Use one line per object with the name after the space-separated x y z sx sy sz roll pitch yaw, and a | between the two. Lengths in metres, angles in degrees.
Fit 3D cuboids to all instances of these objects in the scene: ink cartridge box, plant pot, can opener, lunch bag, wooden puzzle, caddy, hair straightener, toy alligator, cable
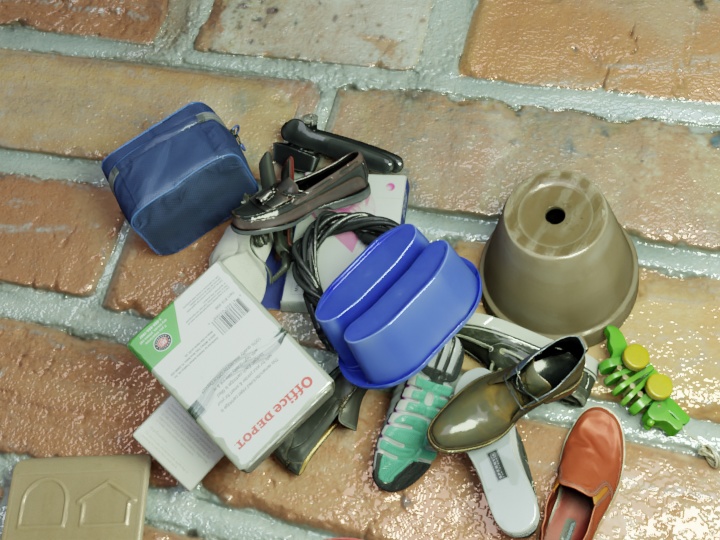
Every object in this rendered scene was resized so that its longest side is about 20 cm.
-0.146 0.114 1.129 0.147 0.083 0.200 -42 78 -9 | ink cartridge box
-0.043 -0.039 1.309 0.199 0.043 0.197 2 65 12 | ink cartridge box
0.233 -0.025 1.165 0.199 0.174 0.201 -6 62 11 | plant pot
-0.030 -0.169 1.365 0.199 0.079 0.063 15 23 23 | can opener
-0.245 -0.137 1.349 0.199 0.136 0.133 -33 62 -6 | lunch bag
-0.348 0.325 1.195 0.184 0.046 0.201 -4 58 10 | wooden puzzle
0.047 0.045 1.122 0.200 0.105 0.141 -45 38 -10 | caddy
-0.127 -0.074 1.303 0.077 0.041 0.201 13 59 -25 | hair straightener
0.328 0.152 1.113 0.054 0.059 0.200 -29 69 -15 | toy alligator
0.000 0.000 1.229 0.162 0.051 0.201 -22 63 3 | cable

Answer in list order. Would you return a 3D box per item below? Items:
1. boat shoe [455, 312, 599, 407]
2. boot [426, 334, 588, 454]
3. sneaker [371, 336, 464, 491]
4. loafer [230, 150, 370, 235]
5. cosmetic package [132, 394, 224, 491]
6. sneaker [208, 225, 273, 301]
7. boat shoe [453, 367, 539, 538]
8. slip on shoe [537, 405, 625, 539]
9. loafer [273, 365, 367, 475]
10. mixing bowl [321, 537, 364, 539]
0.181 0.106 1.167 0.199 0.071 0.064 18 66 19 | boat shoe
0.162 0.129 1.066 0.199 0.097 0.075 -27 67 -14 | boot
0.063 0.166 1.180 0.074 0.087 0.201 25 87 -18 | sneaker
-0.078 -0.103 1.254 0.199 0.063 0.072 -20 34 -25 | loafer
-0.175 0.163 1.202 0.102 0.074 0.200 44 77 1 | cosmetic package
-0.172 0.003 1.286 0.088 0.075 0.200 -24 31 30 | sneaker
0.161 0.211 1.121 0.070 0.066 0.201 -23 59 6 | boat shoe
0.247 0.241 1.091 0.074 0.061 0.201 17 67 22 | slip on shoe
-0.025 0.167 1.190 0.200 0.073 0.072 -39 72 2 | loafer
-0.014 0.397 1.044 0.199 0.108 0.201 -5 63 10 | mixing bowl
